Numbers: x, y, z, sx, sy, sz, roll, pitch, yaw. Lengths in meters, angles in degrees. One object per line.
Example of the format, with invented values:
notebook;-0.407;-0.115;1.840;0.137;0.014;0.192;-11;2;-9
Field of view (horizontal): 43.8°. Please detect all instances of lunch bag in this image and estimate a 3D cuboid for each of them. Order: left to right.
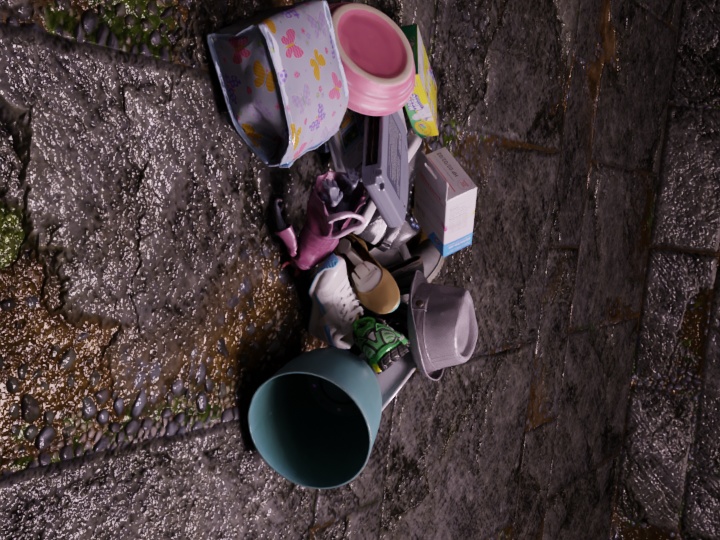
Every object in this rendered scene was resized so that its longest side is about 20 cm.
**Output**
lunch bag;-0.109;-0.261;1.268;0.170;0.126;0.202;-42;122;-47

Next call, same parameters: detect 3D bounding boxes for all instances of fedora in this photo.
fedora;0.148;0.090;1.543;0.201;0.089;0.178;-71;145;-50

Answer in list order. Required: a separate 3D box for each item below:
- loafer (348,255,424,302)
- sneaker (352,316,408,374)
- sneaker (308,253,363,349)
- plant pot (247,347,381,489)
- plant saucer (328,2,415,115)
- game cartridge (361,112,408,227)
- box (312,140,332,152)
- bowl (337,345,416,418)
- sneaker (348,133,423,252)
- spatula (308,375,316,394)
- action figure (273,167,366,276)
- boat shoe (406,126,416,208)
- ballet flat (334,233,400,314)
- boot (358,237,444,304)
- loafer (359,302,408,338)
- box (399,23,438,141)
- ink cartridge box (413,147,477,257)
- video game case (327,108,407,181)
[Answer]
loafer;0.030;0.012;1.576;0.199;0.072;0.064;-9;111;-37
sneaker;0.029;0.107;1.453;0.078;0.085;0.200;-37;180;-4
sneaker;-0.035;0.050;1.448;0.077;0.080;0.201;-52;159;-32
plant pot;-0.054;0.215;1.420;0.161;0.199;0.203;-47;137;-63
plant saucer;0.007;-0.338;1.391;0.199;0.051;0.202;15;59;-27
game cartridge;0.042;-0.176;1.427;0.133;0.041;0.202;62;26;-53
box;-0.017;-0.280;1.482;0.199;0.040;0.138;-25;120;-53
bowl;0.019;0.196;1.583;0.202;0.090;0.201;-51;175;-6
sneaker;0.073;-0.126;1.553;0.111;0.073;0.201;34;88;-22
spatula;-0.033;0.144;1.584;0.200;0.020;0.057;-46;139;-48
action figure;-0.056;-0.056;1.371;0.133;0.150;0.201;6;130;-36
boat shoe;0.095;-0.191;1.662;0.074;0.060;0.201;-60;143;-33
ballet flat;0.000;0.000;1.473;0.069;0.200;0.063;-42;129;3
boot;0.076;-0.043;1.675;0.183;0.072;0.200;-60;137;-27
loafer;0.042;0.092;1.620;0.199;0.072;0.063;8;57;-53
box;0.104;-0.327;1.601;0.200;0.048;0.118;57;29;-57
ink cartridge box;0.152;-0.136;1.619;0.067;0.116;0.201;-24;146;-15
video game case;0.006;-0.256;1.466;0.200;0.024;0.183;-49;136;-39
